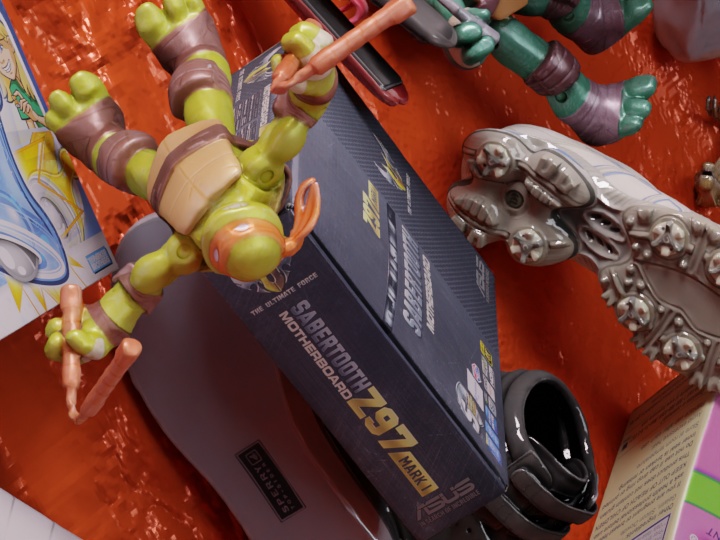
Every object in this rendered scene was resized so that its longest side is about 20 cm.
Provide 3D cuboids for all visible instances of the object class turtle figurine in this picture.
[{"bbox_3d":[-0.054,-0.044,0.967,0.064,0.200,0.161,28,16,-35],"label":"turtle figurine"},{"bbox_3d":[0.063,-0.147,1.250,0.200,0.100,0.151,32,62,-36],"label":"turtle figurine"}]

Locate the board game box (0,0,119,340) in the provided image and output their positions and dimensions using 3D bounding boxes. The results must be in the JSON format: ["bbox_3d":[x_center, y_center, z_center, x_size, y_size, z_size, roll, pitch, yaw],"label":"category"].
[{"bbox_3d":[-0.167,-0.034,0.953,0.136,0.034,0.200,66,21,-6],"label":"board game box"}]

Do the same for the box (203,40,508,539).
[{"bbox_3d":[0.000,0.000,1.100,0.158,0.051,0.200,52,16,-20],"label":"box"}]

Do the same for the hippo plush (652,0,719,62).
[{"bbox_3d":[0.197,-0.222,1.422,0.199,0.160,0.161,3,49,-34],"label":"hippo plush"}]

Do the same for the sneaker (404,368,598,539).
[{"bbox_3d":[0.054,0.131,1.136,0.071,0.099,0.201,24,60,-42],"label":"sneaker"}]

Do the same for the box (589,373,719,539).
[{"bbox_3d":[0.203,0.167,1.249,0.175,0.097,0.201,33,52,-11],"label":"box"}]

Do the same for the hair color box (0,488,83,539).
[{"bbox_3d":[-0.165,0.124,0.926,0.200,0.060,0.101,37,49,-33],"label":"hair color box"}]

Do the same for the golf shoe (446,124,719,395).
[{"bbox_3d":[0.143,-0.016,1.255,0.199,0.079,0.097,35,28,11],"label":"golf shoe"}]

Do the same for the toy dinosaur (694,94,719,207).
[{"bbox_3d":[0.250,-0.065,1.474,0.199,0.058,0.102,5,86,-39],"label":"toy dinosaur"}]

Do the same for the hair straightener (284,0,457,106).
[{"bbox_3d":[-0.026,-0.170,1.150,0.200,0.077,0.041,48,20,9],"label":"hair straightener"}]

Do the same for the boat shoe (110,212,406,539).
[{"bbox_3d":[-0.037,0.059,1.093,0.201,0.070,0.066,57,20,-7],"label":"boat shoe"}]
